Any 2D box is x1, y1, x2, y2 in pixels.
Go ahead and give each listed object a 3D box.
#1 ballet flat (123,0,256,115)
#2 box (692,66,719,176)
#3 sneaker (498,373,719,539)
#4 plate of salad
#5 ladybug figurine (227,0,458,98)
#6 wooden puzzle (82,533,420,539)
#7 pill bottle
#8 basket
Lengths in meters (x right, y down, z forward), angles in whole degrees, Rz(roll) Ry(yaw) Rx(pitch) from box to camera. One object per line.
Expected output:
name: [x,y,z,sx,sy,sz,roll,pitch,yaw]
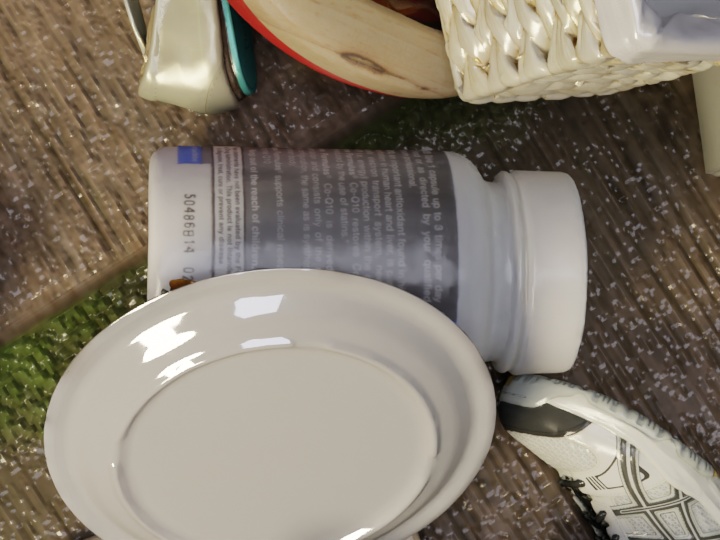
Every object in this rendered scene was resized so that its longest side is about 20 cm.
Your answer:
ballet flat: [-0.089,-0.176,0.892,0.069,0.069,0.202,-2,89,-6]
box: [0.209,-0.154,0.910,0.094,0.078,0.202,-10,89,-6]
sneaker: [0.141,0.129,0.897,0.199,0.076,0.088,35,85,-3]
plate of salad: [-0.040,0.066,0.815,0.198,0.048,0.201,-5,133,-5]
ladybug figurine: [-0.005,-0.148,0.864,0.199,0.072,0.137,23,65,-35]
wooden puzzle: [-0.043,0.202,0.895,0.184,0.046,0.201,-21,86,-6]
pill bottle: [0.000,0.000,0.867,0.198,0.114,0.115,1,88,-5]
basket: [0.106,-0.181,0.837,0.135,0.123,0.202,-8,85,-41]
